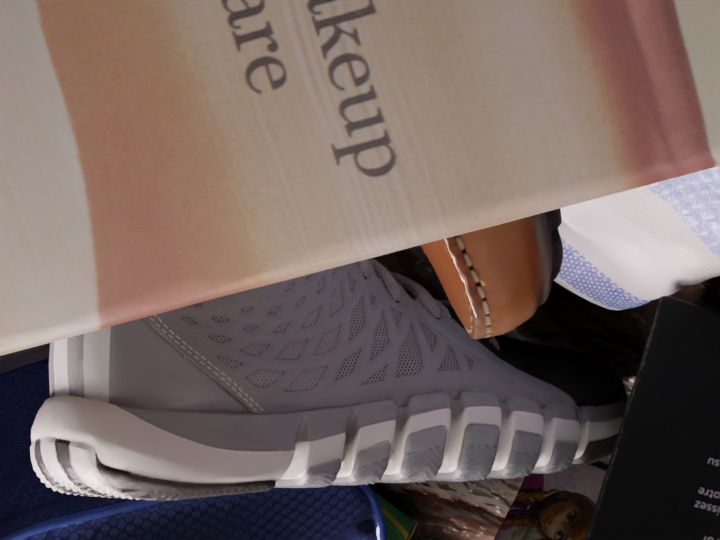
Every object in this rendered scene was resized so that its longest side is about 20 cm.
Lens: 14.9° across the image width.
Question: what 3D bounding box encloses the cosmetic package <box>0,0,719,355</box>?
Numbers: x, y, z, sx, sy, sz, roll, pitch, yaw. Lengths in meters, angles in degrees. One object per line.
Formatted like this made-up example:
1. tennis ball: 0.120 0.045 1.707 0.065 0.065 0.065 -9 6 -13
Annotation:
1. cosmetic package: -0.012 -0.054 0.513 0.200 0.087 0.103 -16 100 12

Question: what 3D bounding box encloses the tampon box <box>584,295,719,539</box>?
1. tampon box: 0.109 0.140 0.732 0.126 0.200 0.150 16 153 10

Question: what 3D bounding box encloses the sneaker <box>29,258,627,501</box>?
1. sneaker: 0.000 0.000 0.750 0.200 0.116 0.075 -1 179 -44

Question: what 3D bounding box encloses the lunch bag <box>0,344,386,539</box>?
1. lunch bag: -0.074 0.093 0.867 0.132 0.136 0.200 -121 27 -53

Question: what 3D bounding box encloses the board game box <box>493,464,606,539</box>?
1. board game box: 0.048 0.194 0.912 0.041 0.200 0.200 18 153 23

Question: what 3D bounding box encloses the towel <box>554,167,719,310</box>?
1. towel: 0.066 -0.050 0.654 0.147 0.024 0.200 38 153 -18

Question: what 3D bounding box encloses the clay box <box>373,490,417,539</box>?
1. clay box: -0.069 0.076 0.996 0.200 0.048 0.115 36 154 -16

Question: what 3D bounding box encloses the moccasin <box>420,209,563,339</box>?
1. moccasin: -0.028 -0.065 0.604 0.201 0.078 0.074 53 174 -16
